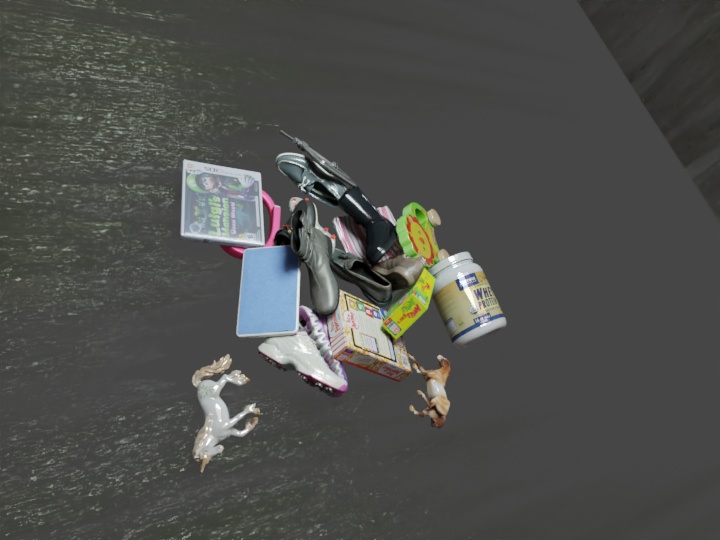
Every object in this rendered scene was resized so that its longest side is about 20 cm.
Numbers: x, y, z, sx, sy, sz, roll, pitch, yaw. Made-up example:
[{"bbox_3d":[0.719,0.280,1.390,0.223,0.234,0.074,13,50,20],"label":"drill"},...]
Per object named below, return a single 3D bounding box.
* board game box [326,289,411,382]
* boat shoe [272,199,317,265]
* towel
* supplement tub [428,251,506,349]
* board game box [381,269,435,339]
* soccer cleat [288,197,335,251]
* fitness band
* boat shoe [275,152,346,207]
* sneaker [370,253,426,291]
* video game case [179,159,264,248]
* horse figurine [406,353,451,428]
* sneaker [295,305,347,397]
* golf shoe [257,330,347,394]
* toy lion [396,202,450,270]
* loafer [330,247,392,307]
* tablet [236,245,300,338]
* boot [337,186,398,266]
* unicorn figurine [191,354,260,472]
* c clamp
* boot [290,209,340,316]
[{"bbox_3d":[0.016,0.139,1.239,0.198,0.046,0.154,27,36,-37],"label":"board game box"},{"bbox_3d":[-0.151,-0.071,1.270,0.063,0.072,0.206,40,63,-47],"label":"boat shoe"},{"bbox_3d":[0.034,-0.088,1.463,0.197,0.030,0.149,-17,71,-38],"label":"towel"},{"bbox_3d":[0.255,0.074,1.408,0.142,0.144,0.204,-12,70,-35],"label":"supplement tub"},{"bbox_3d":[0.113,0.069,1.306,0.048,0.102,0.200,42,21,-3],"label":"board game box"},{"bbox_3d":[-0.122,-0.097,1.353,0.068,0.079,0.201,-5,43,-35],"label":"soccer cleat"},{"bbox_3d":[-0.253,-0.112,1.300,0.140,0.038,0.204,16,53,-22],"label":"fitness band"},{"bbox_3d":[-0.123,-0.222,1.427,0.197,0.073,0.063,28,45,-19],"label":"boat shoe"},{"bbox_3d":[0.087,0.002,1.328,0.075,0.199,0.071,-40,108,-18],"label":"sneaker"},{"bbox_3d":[-0.302,-0.145,1.260,0.177,0.023,0.205,6,58,-24],"label":"video game case"},{"bbox_3d":[0.160,0.270,1.284,0.131,0.050,0.204,31,39,-33],"label":"horse figurine"},{"bbox_3d":[-0.069,0.164,1.211,0.087,0.080,0.204,-6,66,-52],"label":"sneaker"},{"bbox_3d":[-0.105,0.172,1.137,0.196,0.076,0.093,27,70,10],"label":"golf shoe"},{"bbox_3d":[0.148,-0.087,1.457,0.190,0.068,0.205,29,43,-47],"label":"toy lion"},{"bbox_3d":[0.000,0.000,1.327,0.199,0.064,0.071,38,52,22],"label":"loafer"},{"bbox_3d":[-0.186,0.040,1.181,0.126,0.014,0.205,-4,60,5],"label":"tablet"},{"bbox_3d":[0.007,-0.111,1.372,0.168,0.076,0.201,43,27,-5],"label":"boot"},{"bbox_3d":[-0.253,0.263,1.042,0.134,0.075,0.202,-15,54,-26],"label":"unicorn figurine"},{"bbox_3d":[-0.094,-0.279,1.453,0.198,0.027,0.171,28,13,-47],"label":"c clamp"},{"bbox_3d":[-0.105,-0.014,1.185,0.130,0.066,0.205,41,35,-56],"label":"boot"}]
